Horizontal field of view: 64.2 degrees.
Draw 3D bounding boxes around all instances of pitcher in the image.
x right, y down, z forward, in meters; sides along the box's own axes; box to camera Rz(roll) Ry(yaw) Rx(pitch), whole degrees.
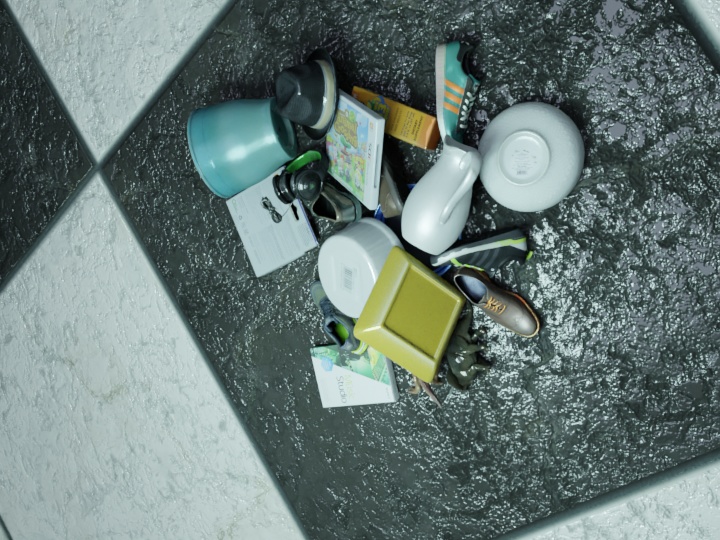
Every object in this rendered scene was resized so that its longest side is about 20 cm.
[{"bbox_3d":[0.155,-0.130,1.044,0.119,0.172,0.204,23,106,-8],"label":"pitcher"}]

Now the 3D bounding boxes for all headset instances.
[{"bbox_3d":[-0.144,-0.188,1.214,0.121,0.204,0.094,-3,142,38],"label":"headset"}]

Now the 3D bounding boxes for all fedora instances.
[{"bbox_3d":[-0.120,-0.362,1.183,0.199,0.089,0.207,23,116,61],"label":"fedora"}]

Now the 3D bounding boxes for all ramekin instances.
[{"bbox_3d":[0.000,0.000,1.208,0.197,0.097,0.206,22,124,37],"label":"ramekin"}]

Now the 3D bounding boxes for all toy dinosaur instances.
[{"bbox_3d":[0.214,0.170,1.181,0.099,0.077,0.206,-6,102,13],"label":"toy dinosaur"},{"bbox_3d":[0.134,0.172,1.181,0.083,0.204,0.137,1,143,2],"label":"toy dinosaur"}]

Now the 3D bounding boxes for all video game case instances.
[{"bbox_3d":[-0.017,-0.250,1.162,0.200,0.022,0.186,47,142,45],"label":"video game case"}]

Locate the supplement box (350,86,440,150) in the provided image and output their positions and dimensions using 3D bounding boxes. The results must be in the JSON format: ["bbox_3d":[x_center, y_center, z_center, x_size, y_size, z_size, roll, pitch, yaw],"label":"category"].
[{"bbox_3d":[0.068,-0.309,1.164,0.197,0.068,0.068,27,110,23],"label":"supplement box"}]

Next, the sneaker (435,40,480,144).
[{"bbox_3d":[0.190,-0.331,1.096,0.078,0.071,0.207,0,102,26],"label":"sneaker"}]

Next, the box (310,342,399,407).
[{"bbox_3d":[-0.015,0.237,1.331,0.195,0.036,0.149,-12,94,27],"label":"box"}]

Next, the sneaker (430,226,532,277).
[{"bbox_3d":[0.235,-0.022,1.110,0.194,0.072,0.085,-14,101,7],"label":"sneaker"}]

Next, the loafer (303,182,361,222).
[{"bbox_3d":[-0.076,-0.143,1.229,0.198,0.062,0.074,23,124,50],"label":"loafer"}]

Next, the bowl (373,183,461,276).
[{"bbox_3d":[0.119,-0.079,1.199,0.195,0.039,0.207,6,103,26],"label":"bowl"}]

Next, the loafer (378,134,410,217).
[{"bbox_3d":[0.044,-0.196,1.165,0.070,0.072,0.205,-31,59,32],"label":"loafer"}]

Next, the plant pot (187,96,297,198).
[{"bbox_3d":[-0.247,-0.285,1.264,0.183,0.200,0.206,-14,94,18],"label":"plant pot"}]

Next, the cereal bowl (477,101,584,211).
[{"bbox_3d":[0.306,-0.207,1.055,0.195,0.083,0.207,5,102,25],"label":"cereal bowl"}]

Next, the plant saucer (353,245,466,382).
[{"bbox_3d":[0.111,0.083,1.116,0.198,0.204,0.048,33,161,-17],"label":"plant saucer"}]

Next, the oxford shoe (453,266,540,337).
[{"bbox_3d":[0.263,0.067,1.135,0.198,0.073,0.072,36,113,16],"label":"oxford shoe"}]

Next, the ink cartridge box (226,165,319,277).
[{"bbox_3d":[-0.202,-0.114,1.354,0.196,0.040,0.204,-23,90,27],"label":"ink cartridge box"}]

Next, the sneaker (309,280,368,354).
[{"bbox_3d":[-0.057,0.099,1.286,0.074,0.080,0.201,-47,64,17],"label":"sneaker"}]
